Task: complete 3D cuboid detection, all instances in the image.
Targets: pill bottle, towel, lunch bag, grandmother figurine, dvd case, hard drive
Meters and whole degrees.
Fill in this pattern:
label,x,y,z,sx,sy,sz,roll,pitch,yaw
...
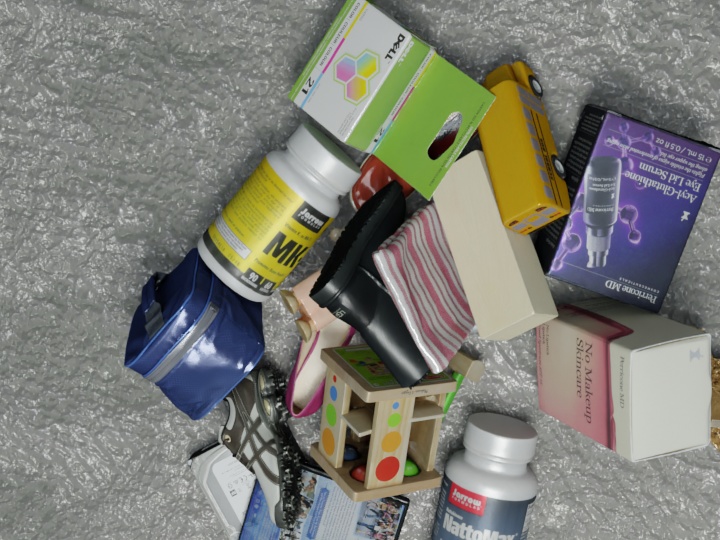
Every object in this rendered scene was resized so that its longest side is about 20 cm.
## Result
label,x,y,z,sx,sy,sz,roll,pitch,yaw
pill bottle,0.155,0.287,1.361,0.117,0.120,0.204,11,100,4
pill bottle,-0.096,-0.071,1.331,0.114,0.114,0.201,40,102,-2
towel,0.087,0.010,1.234,0.030,0.200,0.148,-25,98,30
lunch bag,-0.205,0.064,1.330,0.136,0.200,0.132,-44,111,10
grandmother figurine,0.000,0.000,1.336,0.198,0.060,0.123,-30,111,-12
dvd case,-0.049,0.325,1.404,0.197,0.018,0.145,18,101,4
hard drive,-0.120,0.301,1.437,0.138,0.038,0.202,-26,97,10

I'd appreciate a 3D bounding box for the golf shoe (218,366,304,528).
label,x,y,z,sx,sy,sz,roll,pitch,yaw
golf shoe,-0.126,0.224,1.360,0.093,0.078,0.203,-15,65,8

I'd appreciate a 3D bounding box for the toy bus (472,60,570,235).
label,x,y,z,sx,sy,sz,roll,pitch,yaw
toy bus,0.180,-0.145,1.260,0.065,0.078,0.203,-27,63,34

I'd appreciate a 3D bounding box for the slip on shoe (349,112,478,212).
label,x,y,z,sx,sy,sz,roll,pitch,yaw
slip on shoe,0.065,-0.138,1.329,0.199,0.061,0.074,-37,96,12

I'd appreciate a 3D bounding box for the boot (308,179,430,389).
label,x,y,z,sx,sy,sz,roll,pitch,yaw
boot,0.044,0.017,1.271,0.168,0.201,0.076,43,140,-16

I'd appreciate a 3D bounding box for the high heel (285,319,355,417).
label,x,y,z,sx,sy,sz,roll,pitch,yaw
high heel,-0.046,0.083,1.360,0.066,0.096,0.203,24,102,2

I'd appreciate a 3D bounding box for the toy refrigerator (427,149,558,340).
label,x,y,z,sx,sy,sz,roll,pitch,yaw
toy refrigerator,0.152,-0.028,1.265,0.075,0.069,0.203,-29,70,31

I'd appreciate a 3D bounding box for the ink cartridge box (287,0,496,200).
label,x,y,z,sx,sy,sz,roll,pitch,yaw
ink cartridge box,0.035,-0.202,1.272,0.200,0.075,0.149,41,104,28

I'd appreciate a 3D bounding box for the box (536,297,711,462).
label,x,y,z,sx,sy,sz,roll,pitch,yaw
box,0.296,0.119,1.262,0.107,0.200,0.130,-8,103,-20

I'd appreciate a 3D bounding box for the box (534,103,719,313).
label,x,y,z,sx,sy,sz,roll,pitch,yaw
box,0.304,-0.073,1.281,0.145,0.104,0.203,16,101,-6

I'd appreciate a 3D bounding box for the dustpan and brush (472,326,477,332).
label,x,y,z,sx,sy,sz,roll,pitch,yaw
dustpan and brush,0.140,-0.032,1.348,0.137,0.057,0.203,-10,105,19

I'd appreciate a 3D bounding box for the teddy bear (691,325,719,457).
label,x,y,z,sx,sy,sz,roll,pitch,yaw
teddy bear,0.430,0.157,1.343,0.197,0.067,0.147,26,111,-5

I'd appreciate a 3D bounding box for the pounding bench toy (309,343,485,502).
label,x,y,z,sx,sy,sz,roll,pitch,yaw
pounding bench toy,0.056,0.183,1.344,0.197,0.124,0.159,-4,111,-29
